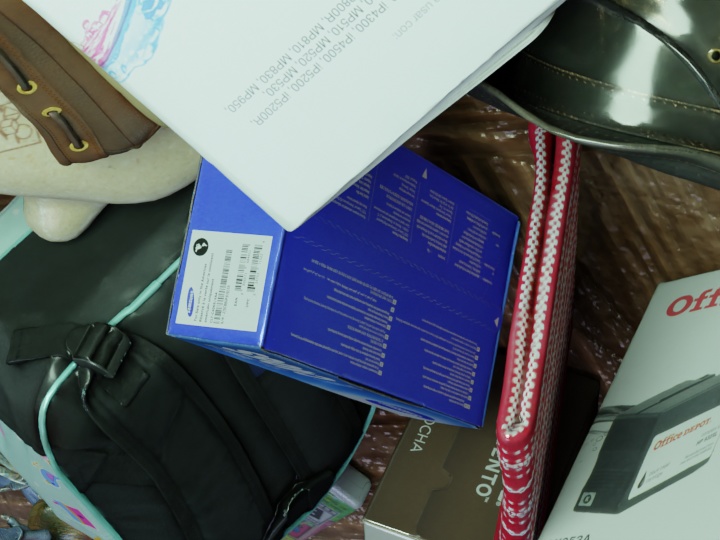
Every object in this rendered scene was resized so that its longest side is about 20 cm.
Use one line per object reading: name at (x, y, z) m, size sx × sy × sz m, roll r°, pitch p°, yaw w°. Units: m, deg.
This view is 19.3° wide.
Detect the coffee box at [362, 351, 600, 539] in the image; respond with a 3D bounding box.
coffee box at (0.060, 0.142, 1.033) m, size 0.079 × 0.113 × 0.200 m, roll 17°, pitch 145°, yaw 16°

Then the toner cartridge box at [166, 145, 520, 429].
toner cartridge box at (0.000, 0.000, 0.829) m, size 0.043 × 0.096 × 0.200 m, roll 8°, pitch 171°, yaw 28°

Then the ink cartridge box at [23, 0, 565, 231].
ink cartridge box at (-0.035, -0.146, 0.654) m, size 0.200 × 0.146 × 0.145 m, roll 41°, pitch 117°, yaw -18°

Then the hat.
hat at (0.117, -0.078, 0.722) m, size 0.200 × 0.081 × 0.201 m, roll 16°, pitch -170°, yaw -3°

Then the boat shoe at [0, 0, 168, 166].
boat shoe at (-0.129, -0.094, 0.707) m, size 0.067 × 0.072 × 0.200 m, roll -33°, pitch 141°, yaw 12°

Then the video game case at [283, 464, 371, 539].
video game case at (-0.116, 0.094, 1.177) m, size 0.200 × 0.022 × 0.182 m, roll 36°, pitch 146°, yaw -12°

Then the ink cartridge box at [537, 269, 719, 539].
ink cartridge box at (0.157, 0.088, 0.816) m, size 0.145 × 0.200 × 0.084 m, roll -16°, pitch 125°, yaw 46°

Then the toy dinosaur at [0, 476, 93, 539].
toy dinosaur at (-0.172, 0.167, 1.224) m, size 0.199 × 0.106 × 0.182 m, roll 3°, pitch 160°, yaw 15°

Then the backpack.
backpack at (-0.086, 0.039, 0.948) m, size 0.153 × 0.176 × 0.200 m, roll 27°, pitch 158°, yaw 41°

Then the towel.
towel at (0.068, 0.042, 0.843) m, size 0.022 × 0.145 × 0.200 m, roll 7°, pitch 153°, yaw 8°

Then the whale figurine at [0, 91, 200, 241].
whale figurine at (-0.139, -0.086, 0.834) m, size 0.199 × 0.104 × 0.160 m, roll -17°, pitch 127°, yaw -3°
